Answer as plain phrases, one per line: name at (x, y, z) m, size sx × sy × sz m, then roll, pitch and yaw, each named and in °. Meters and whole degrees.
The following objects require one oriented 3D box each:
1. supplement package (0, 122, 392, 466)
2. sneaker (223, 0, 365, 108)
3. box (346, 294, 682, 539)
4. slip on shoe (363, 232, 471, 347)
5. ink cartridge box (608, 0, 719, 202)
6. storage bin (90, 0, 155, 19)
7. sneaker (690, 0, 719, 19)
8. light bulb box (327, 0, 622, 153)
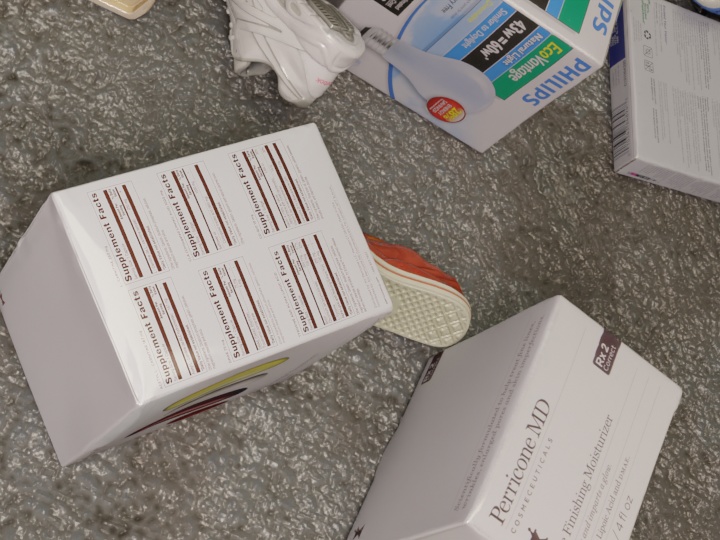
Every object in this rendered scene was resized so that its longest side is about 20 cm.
supplement package at (-0.123, 0.019, 0.905) m, size 0.198 × 0.191 × 0.148 m, roll -19°, pitch 81°, yaw -32°
sneaker at (-0.088, -0.216, 1.080) m, size 0.078 × 0.100 × 0.201 m, roll 5°, pitch 41°, yaw -54°
box at (0.111, 0.156, 0.978) m, size 0.130 × 0.200 × 0.200 m, roll 35°, pitch 59°, yaw -13°
slip on shoe at (0.000, 0.000, 1.063) m, size 0.198 × 0.074 × 0.061 m, roll 23°, pitch 28°, yaw -13°
ink cartridge box at (0.343, -0.172, 1.321) m, size 0.198 × 0.043 × 0.199 m, roll 14°, pitch 65°, yaw -26°
storage bin at (-0.220, -0.340, 1.043) m, size 0.197 × 0.094 × 0.202 m, roll 24°, pitch 62°, yaw -20°
sneaker at (0.352, -0.342, 1.374) m, size 0.111 × 0.077 × 0.201 m, roll 19°, pitch 33°, yaw -54°
light bulb box at (0.092, -0.231, 1.111) m, size 0.199 × 0.198 × 0.126 m, roll 29°, pitch 62°, yaw -15°
